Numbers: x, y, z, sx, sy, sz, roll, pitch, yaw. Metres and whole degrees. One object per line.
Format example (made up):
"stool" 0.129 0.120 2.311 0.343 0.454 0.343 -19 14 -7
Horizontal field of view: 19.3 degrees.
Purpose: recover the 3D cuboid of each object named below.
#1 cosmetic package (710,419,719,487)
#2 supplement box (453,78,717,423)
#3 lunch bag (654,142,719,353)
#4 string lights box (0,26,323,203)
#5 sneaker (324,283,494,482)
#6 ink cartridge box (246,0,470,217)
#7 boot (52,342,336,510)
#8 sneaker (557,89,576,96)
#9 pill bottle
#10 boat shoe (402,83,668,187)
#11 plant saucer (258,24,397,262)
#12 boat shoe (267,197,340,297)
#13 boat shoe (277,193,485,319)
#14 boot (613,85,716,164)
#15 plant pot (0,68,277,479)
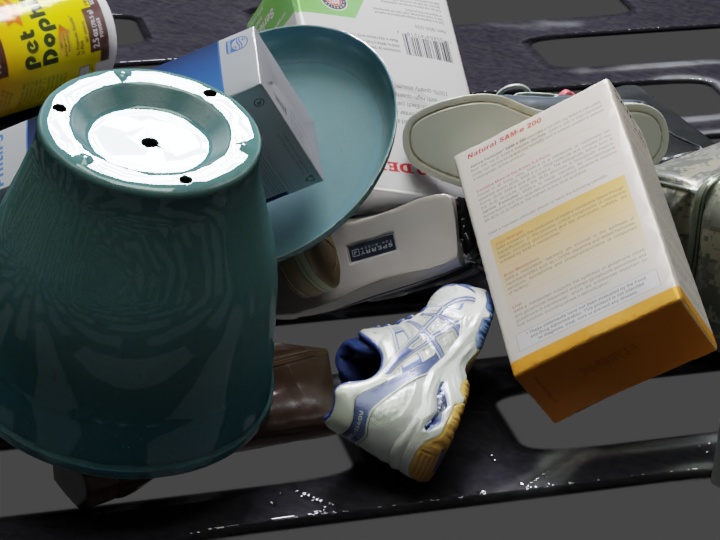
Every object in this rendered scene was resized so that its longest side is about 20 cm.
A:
"cosmetic package" 0.323 0.083 1.384 0.106 0.091 0.199 22 30 32
"supplement box" 0.150 -0.014 1.438 0.125 0.074 0.201 -25 50 17
"lunch bag" 0.286 -0.032 1.537 0.199 0.141 0.167 -18 34 -36
"string lights box" -0.136 -0.073 1.394 0.198 0.103 0.059 -20 48 12
"sneaker" 0.032 0.054 1.398 0.088 0.076 0.200 24 28 -1
"ink cartridge box" 0.007 -0.121 1.613 0.144 0.084 0.202 6 57 -29
"boot" -0.129 0.069 1.388 0.199 0.065 0.187 -18 47 -28
"sneaker" 0.151 -0.071 1.623 0.073 0.087 0.201 21 33 -16
"pill bottle" -0.314 -0.186 1.810 0.199 0.110 0.109 -23 37 -39
"boat shoe" 0.125 -0.100 1.561 0.198 0.076 0.062 -7 9 -8
"plant saucer" -0.063 -0.080 1.449 0.198 0.027 0.202 -13 53 17
"boat shoe" -0.077 -0.046 1.500 0.066 0.074 0.201 -38 49 10
"boat shoe" 0.000 0.000 1.545 0.198 0.075 0.093 -10 -17 15
"boot" 0.217 -0.090 1.721 0.163 0.066 0.200 -3 30 -30
"plant pot" -0.139 -0.010 1.286 0.198 0.189 0.201 7 36 -5
